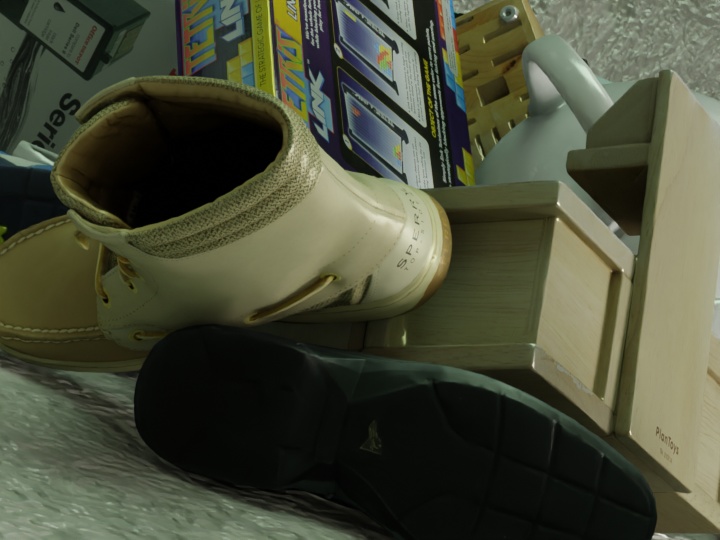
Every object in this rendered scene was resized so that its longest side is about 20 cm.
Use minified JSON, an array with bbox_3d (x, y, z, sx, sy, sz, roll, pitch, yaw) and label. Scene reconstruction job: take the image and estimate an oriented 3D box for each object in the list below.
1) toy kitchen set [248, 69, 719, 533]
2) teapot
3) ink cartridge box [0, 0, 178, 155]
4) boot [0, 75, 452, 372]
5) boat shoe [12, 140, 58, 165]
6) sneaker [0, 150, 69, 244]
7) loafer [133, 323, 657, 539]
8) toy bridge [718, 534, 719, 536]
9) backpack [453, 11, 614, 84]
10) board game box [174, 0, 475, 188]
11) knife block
[{"bbox_3d":[0.053,0.004,1.159,0.180,0.163,0.200,-3,-25,30],"label":"toy kitchen set"},{"bbox_3d":[0.140,0.005,1.280,0.200,0.198,0.146,14,9,-17],"label":"teapot"},{"bbox_3d":[-0.155,-0.114,1.373,0.200,0.146,0.084,38,15,12],"label":"ink cartridge box"},{"bbox_3d":[-0.084,-0.016,1.017,0.200,0.073,0.155,-6,-17,23],"label":"boot"},{"bbox_3d":[-0.082,-0.009,1.299,0.200,0.067,0.074,15,9,-25],"label":"boat shoe"},{"bbox_3d":[-0.149,-0.017,1.181,0.200,0.074,0.082,22,6,15],"label":"sneaker"},{"bbox_3d":[0.016,0.064,1.028,0.200,0.073,0.072,20,4,2],"label":"loafer"},{"bbox_3d":[0.088,0.081,1.231,0.200,0.027,0.067,19,5,-4],"label":"toy bridge"},{"bbox_3d":[0.099,-0.040,1.556,0.200,0.176,0.153,25,13,13],"label":"backpack"},{"bbox_3d":[-0.016,-0.090,1.246,0.165,0.057,0.200,38,36,-41],"label":"board game box"},{"bbox_3d":[0.109,-0.026,1.441,0.176,0.064,0.200,47,22,-57],"label":"knife block"}]
